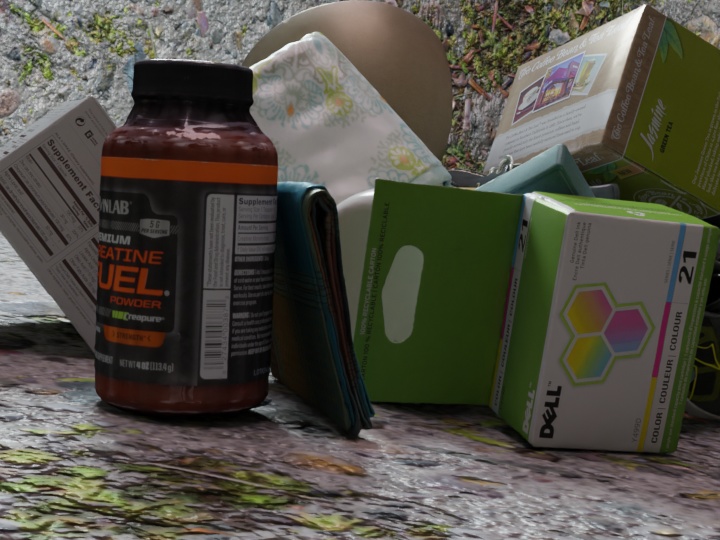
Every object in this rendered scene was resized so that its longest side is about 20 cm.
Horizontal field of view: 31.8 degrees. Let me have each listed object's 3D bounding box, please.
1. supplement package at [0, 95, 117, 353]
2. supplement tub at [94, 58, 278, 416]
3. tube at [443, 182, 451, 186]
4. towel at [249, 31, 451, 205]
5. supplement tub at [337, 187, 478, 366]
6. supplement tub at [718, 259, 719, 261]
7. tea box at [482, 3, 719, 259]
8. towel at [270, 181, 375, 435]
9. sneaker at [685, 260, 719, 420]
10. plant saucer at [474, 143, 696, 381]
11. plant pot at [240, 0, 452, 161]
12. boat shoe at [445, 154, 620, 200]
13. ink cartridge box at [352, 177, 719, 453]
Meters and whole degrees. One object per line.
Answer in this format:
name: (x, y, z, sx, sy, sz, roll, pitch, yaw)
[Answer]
supplement package: (-0.216, -0.040, 0.983, 0.111, 0.156, 0.200, -38, 16, -10)
supplement tub: (-0.103, -0.021, 0.747, 0.106, 0.202, 0.107, 2, 4, 0)
tube: (0.000, 0.000, 1.033, 0.050, 0.200, 0.077, 48, -1, -2)
towel: (-0.052, -0.081, 0.970, 0.200, 0.171, 0.048, -34, -12, -27)
supplement tub: (0.070, 0.012, 0.919, 0.144, 0.146, 0.199, 10, 9, 41)
supplement tub: (0.351, 0.045, 1.167, 0.122, 0.123, 0.200, 7, 4, 13)
tea box: (0.244, -0.104, 1.096, 0.196, 0.134, 0.200, 26, -16, -19)
towel: (-0.040, 0.015, 0.807, 0.022, 0.148, 0.200, -13, 8, -16)
sneaker: (0.241, 0.042, 0.899, 0.200, 0.075, 0.084, 38, -35, -27)
plant saucer: (0.153, 0.015, 0.848, 0.070, 0.201, 0.019, -28, 21, 16)
plant pot: (-0.006, -0.114, 1.109, 0.199, 0.135, 0.201, -8, -38, -6)
boat shoe: (0.137, -0.064, 1.039, 0.072, 0.062, 0.200, -14, 25, -36)
ink cartridge box: (0.103, 0.029, 0.777, 0.199, 0.149, 0.076, 4, 11, -18)
